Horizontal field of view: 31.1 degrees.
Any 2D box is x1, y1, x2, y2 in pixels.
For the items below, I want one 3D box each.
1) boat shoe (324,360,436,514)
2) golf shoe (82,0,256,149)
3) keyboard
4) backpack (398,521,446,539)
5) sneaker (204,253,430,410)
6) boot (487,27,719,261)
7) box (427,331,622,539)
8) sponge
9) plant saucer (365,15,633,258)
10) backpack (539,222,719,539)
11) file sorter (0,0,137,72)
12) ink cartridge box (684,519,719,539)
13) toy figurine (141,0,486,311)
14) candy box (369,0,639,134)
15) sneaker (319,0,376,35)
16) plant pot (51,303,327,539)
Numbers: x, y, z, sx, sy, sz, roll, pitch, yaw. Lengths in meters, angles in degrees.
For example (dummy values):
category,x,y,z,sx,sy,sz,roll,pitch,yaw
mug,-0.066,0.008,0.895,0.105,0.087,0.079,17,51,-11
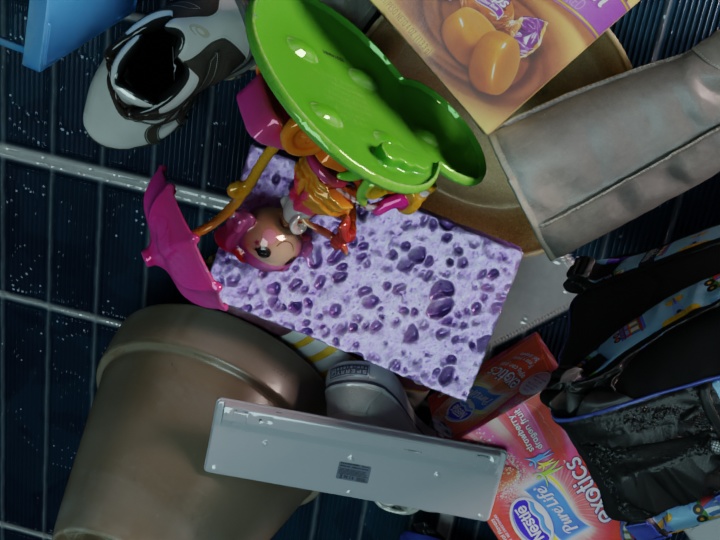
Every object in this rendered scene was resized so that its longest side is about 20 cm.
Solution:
category,x,y,z,sx,sy,sz,roll,pitch,yaw
boat shoe,0.026,0.144,0.950,0.070,0.070,0.200,-6,144,20
golf shoe,-0.144,-0.131,0.856,0.199,0.094,0.078,-27,89,44
keyboard,-0.003,0.128,0.870,0.198,0.011,0.057,11,116,-5
backpack,0.092,0.333,1.021,0.199,0.168,0.163,21,133,2
sneaker,-0.039,0.050,0.956,0.199,0.075,0.091,15,116,9
boot,0.202,-0.059,0.804,0.199,0.073,0.182,-32,103,5
box,0.141,0.161,0.941,0.099,0.096,0.201,-31,107,6
sponge,0.000,0.000,0.884,0.199,0.030,0.112,22,101,2
plant saucer,0.088,-0.104,0.862,0.199,0.035,0.201,7,119,12
backpack,0.221,0.047,0.739,0.199,0.183,0.135,-24,108,23
file sorter,-0.207,-0.254,0.805,0.122,0.139,0.201,20,121,8
ink cartridge box,0.283,0.126,0.903,0.146,0.086,0.200,-33,104,26
toy figurine,-0.048,-0.050,0.812,0.199,0.151,0.184,16,133,-45
candy box,0.111,-0.191,0.765,0.200,0.056,0.117,-42,96,11
sneaker,-0.026,-0.179,0.844,0.073,0.072,0.201,49,131,24
plant pot,-0.130,0.154,0.945,0.199,0.174,0.201,16,140,14
